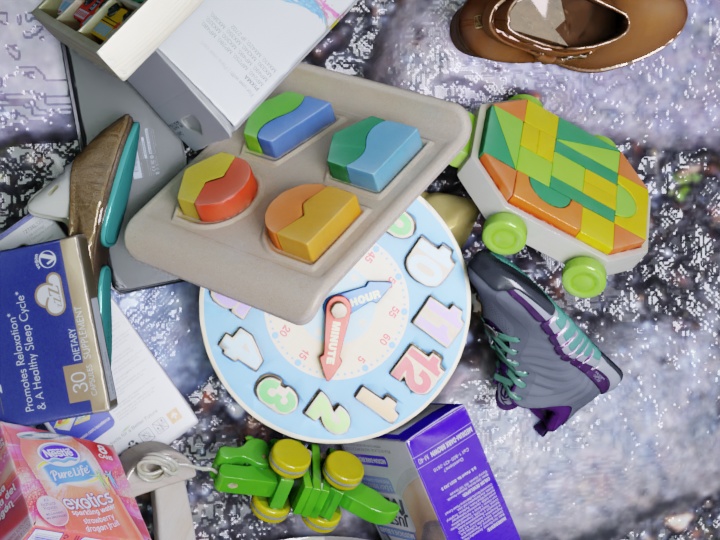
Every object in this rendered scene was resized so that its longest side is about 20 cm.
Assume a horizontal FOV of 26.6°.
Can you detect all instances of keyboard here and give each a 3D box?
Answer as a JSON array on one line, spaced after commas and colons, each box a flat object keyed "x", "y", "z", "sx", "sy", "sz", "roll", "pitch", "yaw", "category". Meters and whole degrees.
[{"x": -0.145, "y": -0.091, "z": 1.136, "sx": 0.126, "sy": 0.021, "sz": 0.202, "roll": -11, "pitch": 98, "yaw": -9, "category": "keyboard"}]

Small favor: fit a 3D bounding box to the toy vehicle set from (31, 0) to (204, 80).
[{"x": -0.151, "y": -0.197, "z": 1.033, "sx": 0.124, "sy": 0.200, "sz": 0.027, "roll": -46, "pitch": 118, "yaw": -5, "category": "toy vehicle set"}]

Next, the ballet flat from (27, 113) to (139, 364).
[{"x": -0.204, "y": -0.015, "z": 1.082, "sx": 0.072, "sy": 0.068, "sz": 0.202, "roll": 7, "pitch": 91, "yaw": 0, "category": "ballet flat"}]

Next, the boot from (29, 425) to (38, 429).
[{"x": -0.315, "y": 0.119, "z": 1.102, "sx": 0.199, "sy": 0.074, "sz": 0.096, "roll": 38, "pitch": 93, "yaw": -4, "category": "boot"}]

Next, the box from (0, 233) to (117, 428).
[{"x": -0.275, "y": 0.053, "z": 1.042, "sx": 0.198, "sy": 0.032, "sz": 0.122, "roll": -11, "pitch": 93, "yaw": 4, "category": "box"}]

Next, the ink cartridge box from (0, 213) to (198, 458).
[{"x": -0.214, "y": 0.059, "z": 1.127, "sx": 0.094, "sy": 0.037, "sz": 0.201, "roll": -35, "pitch": 103, "yaw": -7, "category": "ink cartridge box"}]

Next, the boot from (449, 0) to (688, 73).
[{"x": 0.172, "y": -0.182, "z": 1.121, "sx": 0.198, "sy": 0.155, "sz": 0.074, "roll": -9, "pitch": 97, "yaw": -10, "category": "boot"}]

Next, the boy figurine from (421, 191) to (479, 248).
[{"x": 0.000, "y": 0.000, "z": 1.150, "sx": 0.200, "sy": 0.064, "sz": 0.125, "roll": -39, "pitch": 100, "yaw": -6, "category": "boy figurine"}]

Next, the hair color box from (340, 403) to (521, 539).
[{"x": 0.066, "y": 0.202, "z": 1.153, "sx": 0.065, "sy": 0.109, "sz": 0.201, "roll": -29, "pitch": 100, "yaw": -27, "category": "hair color box"}]

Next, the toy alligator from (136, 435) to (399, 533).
[{"x": -0.066, "y": 0.144, "z": 1.114, "sx": 0.198, "sy": 0.054, "sz": 0.060, "roll": 14, "pitch": 125, "yaw": -15, "category": "toy alligator"}]

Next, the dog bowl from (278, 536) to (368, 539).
[{"x": -0.031, "y": 0.261, "z": 1.079, "sx": 0.198, "sy": 0.200, "sz": 0.059, "roll": -5, "pitch": 108, "yaw": -11, "category": "dog bowl"}]

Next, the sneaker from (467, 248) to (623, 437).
[{"x": 0.124, "y": 0.064, "z": 1.143, "sx": 0.088, "sy": 0.074, "sz": 0.200, "roll": -46, "pitch": 133, "yaw": 3, "category": "sneaker"}]

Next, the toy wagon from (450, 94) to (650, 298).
[{"x": 0.126, "y": -0.070, "z": 1.131, "sx": 0.199, "sy": 0.156, "sz": 0.040, "roll": 28, "pitch": 132, "yaw": -12, "category": "toy wagon"}]

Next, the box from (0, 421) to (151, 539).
[{"x": -0.248, "y": 0.211, "z": 1.052, "sx": 0.102, "sy": 0.095, "sz": 0.200, "roll": 19, "pitch": 120, "yaw": -42, "category": "box"}]

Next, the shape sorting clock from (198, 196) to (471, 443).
[{"x": -0.017, "y": 0.026, "z": 1.099, "sx": 0.198, "sy": 0.039, "sz": 0.202, "roll": -1, "pitch": 97, "yaw": -9, "category": "shape sorting clock"}]

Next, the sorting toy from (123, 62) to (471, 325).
[{"x": -0.047, "y": -0.066, "z": 1.056, "sx": 0.200, "sy": 0.184, "sz": 0.037, "roll": -50, "pitch": 139, "yaw": -25, "category": "sorting toy"}]

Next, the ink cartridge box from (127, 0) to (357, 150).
[{"x": -0.065, "y": -0.188, "z": 1.064, "sx": 0.083, "sy": 0.146, "sz": 0.200, "roll": 45, "pitch": 77, "yaw": -13, "category": "ink cartridge box"}]

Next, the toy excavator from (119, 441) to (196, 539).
[{"x": -0.166, "y": 0.254, "z": 1.122, "sx": 0.200, "sy": 0.100, "sz": 0.195, "roll": -42, "pitch": 112, "yaw": -17, "category": "toy excavator"}]
